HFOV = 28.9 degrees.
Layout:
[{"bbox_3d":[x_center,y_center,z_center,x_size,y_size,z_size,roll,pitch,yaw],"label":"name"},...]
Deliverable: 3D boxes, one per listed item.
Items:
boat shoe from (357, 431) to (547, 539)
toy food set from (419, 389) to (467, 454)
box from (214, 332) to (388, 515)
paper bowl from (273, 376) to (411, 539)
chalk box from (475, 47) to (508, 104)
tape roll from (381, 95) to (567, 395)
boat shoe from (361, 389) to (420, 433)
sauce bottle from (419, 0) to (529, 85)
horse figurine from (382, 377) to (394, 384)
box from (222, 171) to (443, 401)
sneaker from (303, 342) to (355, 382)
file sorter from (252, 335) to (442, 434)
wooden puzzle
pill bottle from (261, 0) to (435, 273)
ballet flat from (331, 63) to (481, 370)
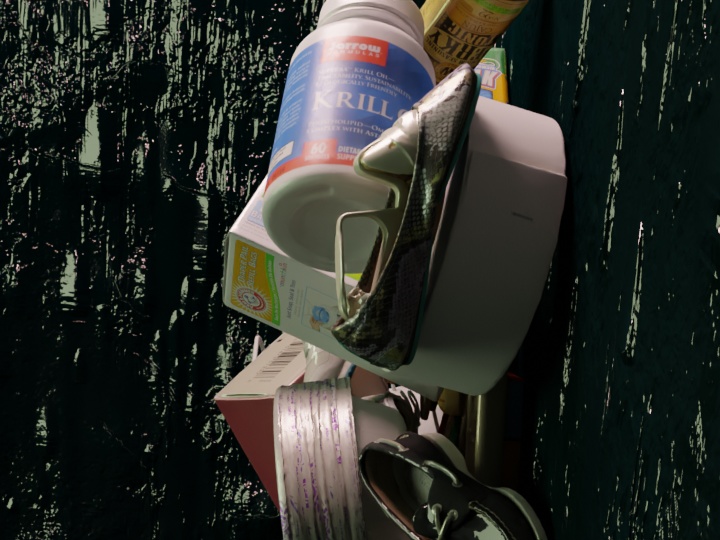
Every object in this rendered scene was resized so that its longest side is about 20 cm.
[{"bbox_3d":[0.061,0.166,0.950,0.200,0.060,0.075,43,126,57],"label":"boat shoe"},{"bbox_3d":[0.086,0.084,1.315,0.201,0.048,0.199,-90,4,-48],"label":"toy food set"},{"bbox_3d":[-0.034,0.172,1.416,0.128,0.108,0.201,-43,-67,-37],"label":"box"},{"bbox_3d":[-0.006,0.185,1.113,0.201,0.103,0.203,-9,-90,-90],"label":"paper bowl"},{"bbox_3d":[0.065,-0.120,1.240,0.125,0.123,0.201,95,178,-53],"label":"chalk box"},{"bbox_3d":[0.073,-0.019,0.967,0.202,0.070,0.204,-164,90,-81],"label":"tape roll"},{"bbox_3d":[0.028,0.149,1.304,0.202,0.064,0.075,22,-125,-76],"label":"boat shoe"},{"bbox_3d":[0.072,-0.185,1.088,0.200,0.064,0.065,128,150,-51],"label":"sauce bottle"},{"bbox_3d":[0.039,0.055,1.343,0.200,0.049,0.134,104,175,-60],"label":"horse figurine"},{"bbox_3d":[0.000,0.000,1.135,0.102,0.199,0.113,102,-166,-53],"label":"box"},{"bbox_3d":[-0.029,0.039,1.287,0.077,0.080,0.201,114,172,-68],"label":"sneaker"},{"bbox_3d":[-0.013,0.130,1.560,0.139,0.198,0.125,-92,-10,-67],"label":"file sorter"},{"bbox_3d":[0.101,0.145,1.079,0.200,0.037,0.187,-37,-50,-87],"label":"wooden puzzle"},{"bbox_3d":[-0.003,-0.108,1.004,0.113,0.111,0.201,96,-179,-55],"label":"pill bottle"},{"bbox_3d":[0.023,-0.041,0.879,0.072,0.071,0.202,118,166,-85],"label":"ballet flat"}]
